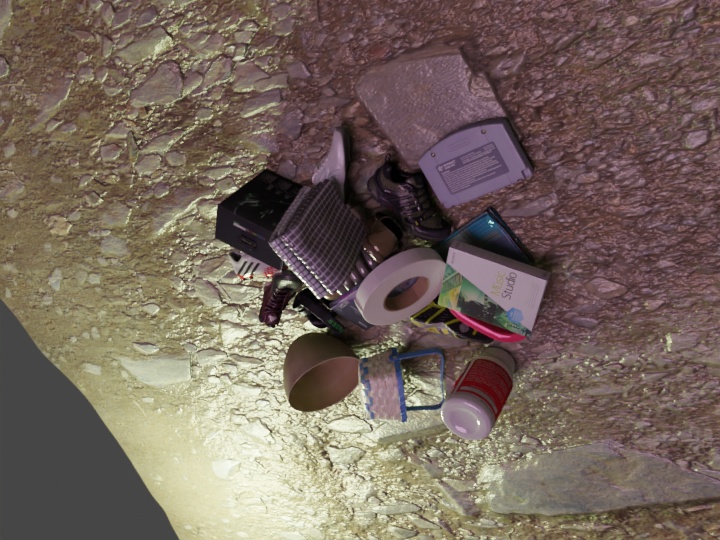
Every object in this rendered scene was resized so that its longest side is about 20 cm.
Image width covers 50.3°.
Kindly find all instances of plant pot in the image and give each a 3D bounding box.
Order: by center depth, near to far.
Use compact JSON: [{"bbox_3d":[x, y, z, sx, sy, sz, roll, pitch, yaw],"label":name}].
[{"bbox_3d":[-0.108,0.230,1.871,0.135,0.200,0.200,57,145,38],"label":"plant pot"}]

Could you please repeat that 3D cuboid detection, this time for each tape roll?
[{"bbox_3d":[0.085,0.035,1.559,0.037,0.203,0.203,58,141,31],"label":"tape roll"}]

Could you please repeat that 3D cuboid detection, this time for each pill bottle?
[{"bbox_3d":[0.257,0.254,1.625,0.112,0.200,0.112,17,129,22],"label":"pill bottle"}]

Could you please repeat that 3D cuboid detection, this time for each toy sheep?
[{"bbox_3d":[0.000,0.000,1.659,0.200,0.138,0.138,-33,103,6],"label":"toy sheep"}]

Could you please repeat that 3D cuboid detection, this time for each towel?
[{"bbox_3d":[-0.074,-0.069,1.532,0.086,0.200,0.166,-24,117,42],"label":"towel"},{"bbox_3d":[0.239,-0.024,1.563,0.147,0.022,0.200,49,133,-6],"label":"towel"}]

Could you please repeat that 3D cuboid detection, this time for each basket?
[{"bbox_3d":[0.096,0.262,1.789,0.200,0.139,0.177,-3,121,1],"label":"basket"}]

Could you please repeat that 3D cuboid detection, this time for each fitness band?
[{"bbox_3d":[0.267,0.065,1.565,0.200,0.037,0.144,29,129,12],"label":"fitness band"}]

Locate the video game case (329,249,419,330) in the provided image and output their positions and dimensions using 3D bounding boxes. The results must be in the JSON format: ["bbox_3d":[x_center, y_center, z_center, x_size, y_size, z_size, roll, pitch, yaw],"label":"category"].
[{"bbox_3d":[0.051,0.045,1.616,0.200,0.019,0.143,-35,143,15],"label":"video game case"}]

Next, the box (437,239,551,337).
[{"bbox_3d":[0.258,0.036,1.504,0.200,0.036,0.144,21,127,19],"label":"box"}]

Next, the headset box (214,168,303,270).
[{"bbox_3d":[-0.193,-0.109,1.654,0.174,0.200,0.093,26,131,14],"label":"headset box"}]

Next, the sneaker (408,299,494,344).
[{"bbox_3d":[0.199,0.109,1.662,0.200,0.075,0.076,19,164,13],"label":"sneaker"}]

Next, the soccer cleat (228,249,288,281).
[{"bbox_3d":[-0.238,-0.026,1.834,0.200,0.069,0.085,-8,121,41],"label":"soccer cleat"}]

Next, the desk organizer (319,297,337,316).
[{"bbox_3d":[-0.089,0.001,1.750,0.200,0.077,0.072,45,133,-3],"label":"desk organizer"}]

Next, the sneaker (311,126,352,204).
[{"bbox_3d":[-0.062,-0.204,1.583,0.080,0.070,0.200,12,127,7],"label":"sneaker"}]

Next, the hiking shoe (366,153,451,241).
[{"bbox_3d":[0.106,-0.141,1.527,0.200,0.076,0.101,39,137,4],"label":"hiking shoe"}]

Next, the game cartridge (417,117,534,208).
[{"bbox_3d":[0.211,-0.205,1.445,0.200,0.042,0.133,-19,105,40],"label":"game cartridge"}]

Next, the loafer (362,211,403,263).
[{"bbox_3d":[0.051,-0.074,1.545,0.067,0.200,0.076,-36,107,16],"label":"loafer"}]

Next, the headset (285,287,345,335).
[{"bbox_3d":[-0.121,0.098,1.811,0.200,0.094,0.124,36,174,45],"label":"headset"}]

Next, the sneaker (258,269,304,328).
[{"bbox_3d":[-0.185,0.073,1.766,0.076,0.116,0.200,16,160,-15],"label":"sneaker"}]
